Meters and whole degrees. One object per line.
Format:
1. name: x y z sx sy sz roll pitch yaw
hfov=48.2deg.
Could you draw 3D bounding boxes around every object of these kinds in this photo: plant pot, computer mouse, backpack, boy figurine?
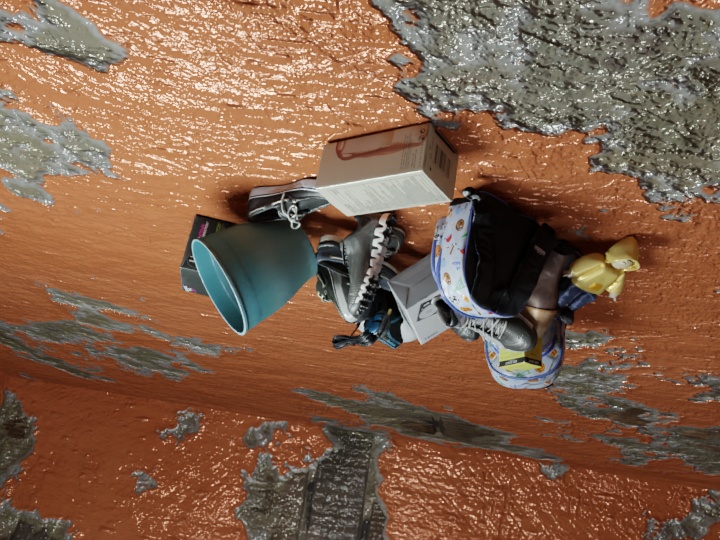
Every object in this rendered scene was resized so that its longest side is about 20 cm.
1. plant pot: -0.191 -0.008 1.538 0.188 0.200 0.200 -28 170 -22
2. computer mouse: 0.017 0.067 1.614 0.046 0.200 0.140 44 151 -27
3. backpack: 0.343 0.147 1.680 0.199 0.191 0.154 -7 158 18
4. boy figurine: 0.426 0.017 1.441 0.124 0.065 0.200 28 130 -23
5. backpack: 0.208 -0.015 1.359 0.200 0.191 0.154 22 156 -26

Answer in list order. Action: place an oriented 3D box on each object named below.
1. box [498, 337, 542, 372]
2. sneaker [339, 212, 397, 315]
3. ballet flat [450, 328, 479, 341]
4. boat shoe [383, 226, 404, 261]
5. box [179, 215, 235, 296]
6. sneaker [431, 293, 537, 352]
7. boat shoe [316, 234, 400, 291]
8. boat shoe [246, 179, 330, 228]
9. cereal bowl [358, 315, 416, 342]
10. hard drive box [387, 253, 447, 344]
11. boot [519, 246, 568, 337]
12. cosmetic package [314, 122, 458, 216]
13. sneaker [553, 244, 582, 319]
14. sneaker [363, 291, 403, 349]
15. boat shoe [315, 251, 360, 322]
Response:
1. box: 0.313 0.092 1.566 0.050 0.201 0.075 16 157 -29
2. sneaker: -0.001 -0.019 1.489 0.090 0.201 0.066 16 177 19
3. ballet flat: 0.204 0.097 1.762 0.066 0.057 0.200 -16 -158 -20
4. boat shoe: 0.030 -0.031 1.601 0.067 0.057 0.200 20 156 -20
5. box: -0.269 -0.012 1.702 0.199 0.125 0.149 14 157 -6
6. sneaker: 0.209 0.096 1.434 0.200 0.075 0.115 28 -158 30
7. boat shoe: 0.000 0.000 1.559 0.200 0.062 0.075 31 145 -30
8. boat shoe: -0.125 -0.117 1.454 0.199 0.068 0.074 0 155 27
9. cereal bowl: 0.052 0.111 1.844 0.199 0.084 0.200 22 163 7
10. hard drive box: 0.153 0.047 1.604 0.156 0.077 0.200 -32 153 -1
11. boot: 0.295 0.014 1.488 0.072 0.167 0.200 1 -161 -35
12. cosmetic package: 0.041 -0.154 1.261 0.199 0.088 0.103 -5 154 33
13. sneaker: 0.382 0.024 1.523 0.074 0.088 0.200 4 157 17
14. sneaker: 0.047 0.084 1.690 0.073 0.200 0.082 -35 120 26
15. boat shoe: -0.053 0.035 1.612 0.064 0.200 0.071 -33 135 12
